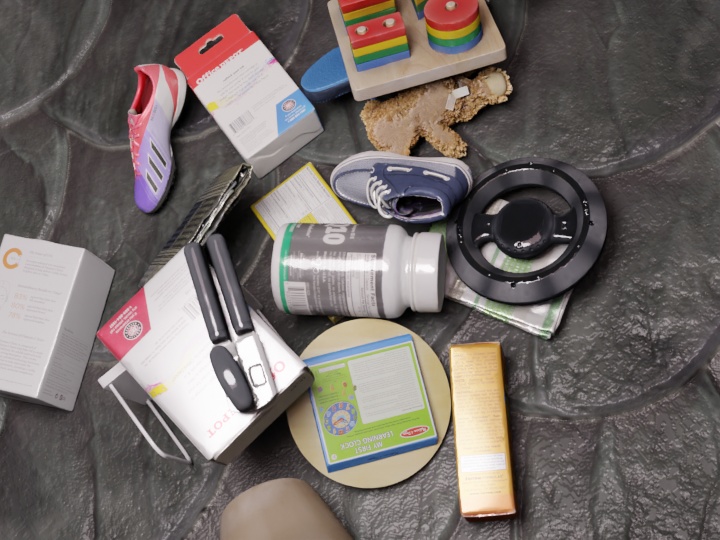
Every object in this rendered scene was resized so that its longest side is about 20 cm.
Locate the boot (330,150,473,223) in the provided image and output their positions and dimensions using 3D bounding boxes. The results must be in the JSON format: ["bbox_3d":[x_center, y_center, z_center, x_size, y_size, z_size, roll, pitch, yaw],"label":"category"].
[{"bbox_3d":[0.035,-0.102,1.284,0.199,0.073,0.090,0,28,30],"label":"boot"}]

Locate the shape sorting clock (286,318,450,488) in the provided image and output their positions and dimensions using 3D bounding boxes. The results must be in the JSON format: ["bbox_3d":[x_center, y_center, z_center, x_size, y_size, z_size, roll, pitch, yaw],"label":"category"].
[{"bbox_3d":[0.010,0.158,1.231,0.199,0.039,0.201,1,79,-6],"label":"shape sorting clock"}]

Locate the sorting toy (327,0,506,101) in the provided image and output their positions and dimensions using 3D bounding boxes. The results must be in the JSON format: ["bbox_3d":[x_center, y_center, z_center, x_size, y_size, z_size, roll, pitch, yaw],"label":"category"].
[{"bbox_3d":[0.064,-0.329,1.314,0.198,0.070,0.201,-15,48,1],"label":"sorting toy"}]

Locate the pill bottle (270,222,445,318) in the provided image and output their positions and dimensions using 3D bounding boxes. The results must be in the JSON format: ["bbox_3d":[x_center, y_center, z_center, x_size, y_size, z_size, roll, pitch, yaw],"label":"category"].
[{"bbox_3d":[0.000,0.000,1.244,0.199,0.113,0.114,2,72,10],"label":"pill bottle"}]

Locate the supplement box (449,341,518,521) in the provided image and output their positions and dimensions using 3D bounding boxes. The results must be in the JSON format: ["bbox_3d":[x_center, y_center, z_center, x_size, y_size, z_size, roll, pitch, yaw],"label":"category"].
[{"bbox_3d":[0.144,0.187,1.201,0.068,0.067,0.201,-8,71,9],"label":"supplement box"}]

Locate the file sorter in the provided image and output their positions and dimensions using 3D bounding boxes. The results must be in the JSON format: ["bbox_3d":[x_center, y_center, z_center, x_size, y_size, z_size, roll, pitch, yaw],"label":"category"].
[{"bbox_3d":[-0.186,0.128,1.256,0.200,0.139,0.125,-39,71,-3],"label":"file sorter"}]

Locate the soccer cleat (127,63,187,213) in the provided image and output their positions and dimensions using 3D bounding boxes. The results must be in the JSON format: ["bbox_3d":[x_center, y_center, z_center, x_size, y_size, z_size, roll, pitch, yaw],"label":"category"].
[{"bbox_3d":[-0.288,-0.179,1.389,0.068,0.073,0.201,15,96,40],"label":"soccer cleat"}]

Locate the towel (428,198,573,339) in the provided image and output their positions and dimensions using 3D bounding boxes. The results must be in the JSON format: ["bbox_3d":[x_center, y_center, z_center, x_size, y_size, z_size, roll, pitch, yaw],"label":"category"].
[{"bbox_3d":[0.176,-0.013,1.286,0.199,0.031,0.150,21,75,20],"label":"towel"}]

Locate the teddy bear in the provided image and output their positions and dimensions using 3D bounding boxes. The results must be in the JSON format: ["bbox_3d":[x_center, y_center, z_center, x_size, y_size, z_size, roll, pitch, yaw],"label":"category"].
[{"bbox_3d":[0.100,-0.219,1.344,0.145,0.067,0.200,39,94,-2],"label":"teddy bear"}]

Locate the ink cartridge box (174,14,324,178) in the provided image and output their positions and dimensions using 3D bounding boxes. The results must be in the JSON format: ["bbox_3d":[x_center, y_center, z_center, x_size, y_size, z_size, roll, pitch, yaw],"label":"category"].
[{"bbox_3d":[-0.155,-0.241,1.410,0.116,0.067,0.200,-36,68,-2],"label":"ink cartridge box"}]

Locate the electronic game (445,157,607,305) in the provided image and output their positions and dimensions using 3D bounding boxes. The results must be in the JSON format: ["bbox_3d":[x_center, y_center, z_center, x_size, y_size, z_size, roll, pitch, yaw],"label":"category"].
[{"bbox_3d":[0.201,-0.051,1.254,0.199,0.042,0.201,-9,62,17],"label":"electronic game"}]

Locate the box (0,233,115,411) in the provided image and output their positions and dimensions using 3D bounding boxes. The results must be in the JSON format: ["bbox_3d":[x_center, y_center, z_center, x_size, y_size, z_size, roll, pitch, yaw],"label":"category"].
[{"bbox_3d":[-0.423,0.069,1.347,0.124,0.098,0.201,10,75,15],"label":"box"}]

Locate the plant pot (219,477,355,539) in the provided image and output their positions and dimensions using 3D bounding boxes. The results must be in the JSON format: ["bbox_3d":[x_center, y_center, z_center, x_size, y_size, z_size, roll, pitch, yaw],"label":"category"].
[{"bbox_3d":[-0.077,0.336,1.148,0.199,0.200,0.174,-28,51,2],"label":"plant pot"}]

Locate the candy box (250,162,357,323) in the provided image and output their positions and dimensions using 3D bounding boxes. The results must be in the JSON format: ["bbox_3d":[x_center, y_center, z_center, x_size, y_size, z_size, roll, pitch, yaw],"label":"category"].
[{"bbox_3d":[-0.051,-0.038,1.341,0.102,0.026,0.200,-35,68,-4],"label":"candy box"}]

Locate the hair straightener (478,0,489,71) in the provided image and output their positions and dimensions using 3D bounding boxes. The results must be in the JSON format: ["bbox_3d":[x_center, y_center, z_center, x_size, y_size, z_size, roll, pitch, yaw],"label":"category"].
[{"bbox_3d":[0.139,-0.358,1.407,0.076,0.041,0.201,-14,65,7],"label":"hair straightener"}]

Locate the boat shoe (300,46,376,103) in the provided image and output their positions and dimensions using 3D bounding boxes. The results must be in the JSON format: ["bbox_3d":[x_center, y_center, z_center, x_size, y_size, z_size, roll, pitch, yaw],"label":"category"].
[{"bbox_3d":[0.018,-0.268,1.366,0.199,0.069,0.084,-27,49,-9],"label":"boat shoe"}]

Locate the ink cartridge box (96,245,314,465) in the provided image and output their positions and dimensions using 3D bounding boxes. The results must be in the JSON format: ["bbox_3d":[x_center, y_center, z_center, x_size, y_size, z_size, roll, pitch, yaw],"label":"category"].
[{"bbox_3d":[-0.171,0.096,1.147,0.148,0.086,0.200,-43,76,-6],"label":"ink cartridge box"}]

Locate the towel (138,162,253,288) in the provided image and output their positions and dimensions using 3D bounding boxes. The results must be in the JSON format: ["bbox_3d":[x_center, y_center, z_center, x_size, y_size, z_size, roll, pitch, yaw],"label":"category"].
[{"bbox_3d":[-0.207,-0.047,1.304,0.034,0.200,0.193,37,79,-14],"label":"towel"}]

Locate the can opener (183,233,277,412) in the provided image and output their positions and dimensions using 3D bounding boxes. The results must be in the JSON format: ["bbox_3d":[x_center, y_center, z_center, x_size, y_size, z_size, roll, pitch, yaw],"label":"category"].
[{"bbox_3d":[-0.141,0.053,1.077,0.053,0.067,0.201,-19,74,-1],"label":"can opener"}]
